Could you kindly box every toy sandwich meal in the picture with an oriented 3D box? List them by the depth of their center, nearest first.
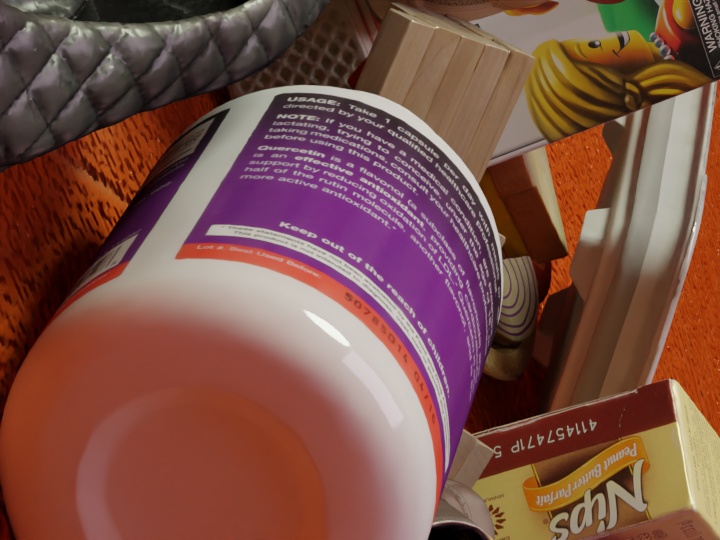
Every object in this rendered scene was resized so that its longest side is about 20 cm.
[{"bbox_3d":[0.049,-0.054,1.191,0.205,0.070,0.206,-17,90,-73],"label":"toy sandwich meal"}]

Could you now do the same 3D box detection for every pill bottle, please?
[{"bbox_3d":[-0.022,0.019,0.830,0.200,0.112,0.113,-64,135,-65],"label":"pill bottle"}]

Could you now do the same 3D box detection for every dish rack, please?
[{"bbox_3d":[0.099,0.013,1.229,0.200,0.043,0.173,-68,175,-64],"label":"dish rack"}]

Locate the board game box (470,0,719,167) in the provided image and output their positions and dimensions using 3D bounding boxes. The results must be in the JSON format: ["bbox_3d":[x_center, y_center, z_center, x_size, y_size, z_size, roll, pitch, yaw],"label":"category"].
[{"bbox_3d":[0.059,-0.148,1.046,0.035,0.126,0.201,-114,-177,-77],"label":"board game box"}]

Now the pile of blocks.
[{"bbox_3d":[0.000,0.000,0.985,0.082,0.062,0.201,-15,122,-34],"label":"pile of blocks"}]

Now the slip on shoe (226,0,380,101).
[{"bbox_3d":[-0.028,-0.120,1.017,0.061,0.074,0.201,-68,144,-72],"label":"slip on shoe"}]

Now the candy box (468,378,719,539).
[{"bbox_3d":[0.095,0.116,1.098,0.200,0.115,0.056,48,31,-54],"label":"candy box"}]

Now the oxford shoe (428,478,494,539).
[{"bbox_3d":[0.014,0.099,0.909,0.200,0.072,0.072,-22,105,-69],"label":"oxford shoe"}]

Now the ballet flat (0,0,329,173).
[{"bbox_3d":[-0.058,-0.078,0.787,0.200,0.066,0.057,-36,153,-48],"label":"ballet flat"}]

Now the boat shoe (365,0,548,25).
[{"bbox_3d":[0.010,-0.150,0.932,0.200,0.065,0.072,60,35,-46],"label":"boat shoe"}]
